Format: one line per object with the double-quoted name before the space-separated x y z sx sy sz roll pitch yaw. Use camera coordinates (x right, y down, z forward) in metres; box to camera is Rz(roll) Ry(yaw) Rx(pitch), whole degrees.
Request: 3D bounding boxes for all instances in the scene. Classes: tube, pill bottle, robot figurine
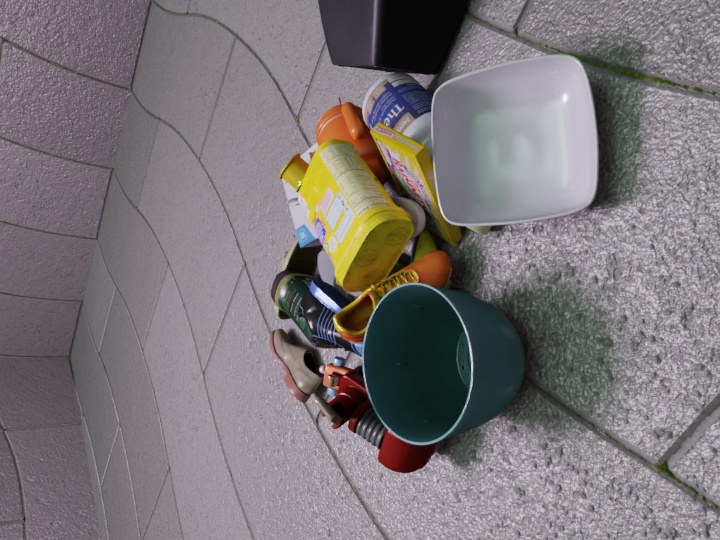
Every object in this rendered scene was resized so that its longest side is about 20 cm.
"tube" 0.201 -0.150 0.756 0.052 0.058 0.201 -88 24 -71
"pill bottle" 0.090 -0.219 0.851 0.111 0.110 0.200 -58 45 30
"robot figurine" -0.017 -0.221 0.985 0.116 0.144 0.201 -33 57 21

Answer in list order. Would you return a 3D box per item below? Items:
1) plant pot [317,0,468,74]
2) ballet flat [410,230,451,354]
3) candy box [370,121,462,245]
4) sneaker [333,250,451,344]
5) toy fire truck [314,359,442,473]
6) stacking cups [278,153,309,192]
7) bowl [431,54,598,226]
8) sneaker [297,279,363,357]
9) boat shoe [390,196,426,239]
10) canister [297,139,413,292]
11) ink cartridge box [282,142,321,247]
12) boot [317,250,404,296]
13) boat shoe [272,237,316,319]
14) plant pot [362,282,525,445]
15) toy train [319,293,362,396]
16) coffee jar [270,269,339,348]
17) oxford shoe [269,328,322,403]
"plant pot" 0.046 -0.421 0.878 0.199 0.199 0.179 28 118 49
"ballet flat" 0.107 0.039 0.845 0.067 0.067 0.202 10 86 29
"candy box" 0.086 -0.123 0.792 0.026 0.200 0.102 -45 49 -9
"sneaker" 0.051 0.040 0.786 0.200 0.077 0.073 -39 62 1
"toy fire truck" 0.018 0.218 0.785 0.175 0.200 0.129 30 120 27
"stacking cups" -0.055 -0.130 0.984 0.200 0.061 0.061 40 125 0
"bowl" 0.198 -0.158 0.693 0.199 0.075 0.201 -5 89 25
"sneaker" -0.035 0.099 0.896 0.200 0.070 0.078 44 113 39
"boat shoe" 0.058 -0.078 0.886 0.199 0.092 0.075 0 93 54
"canister" -0.016 -0.090 0.837 0.201 0.086 0.149 59 136 34
"ink cartridge box" -0.093 -0.160 1.082 0.116 0.066 0.201 -24 79 49
"boot" 0.000 0.000 0.961 0.200 0.095 0.074 24 121 59
"boat shoe" -0.151 0.009 1.167 0.063 0.073 0.202 45 128 44
"plant pot" 0.126 0.122 0.728 0.200 0.160 0.202 -9 78 51
"toy train" -0.004 0.139 0.935 0.149 0.056 0.202 18 99 25
"coffee jar" -0.096 0.070 1.061 0.200 0.104 0.086 36 111 47
"oxford shoe" -0.133 0.186 1.143 0.075 0.070 0.200 -43 48 7
